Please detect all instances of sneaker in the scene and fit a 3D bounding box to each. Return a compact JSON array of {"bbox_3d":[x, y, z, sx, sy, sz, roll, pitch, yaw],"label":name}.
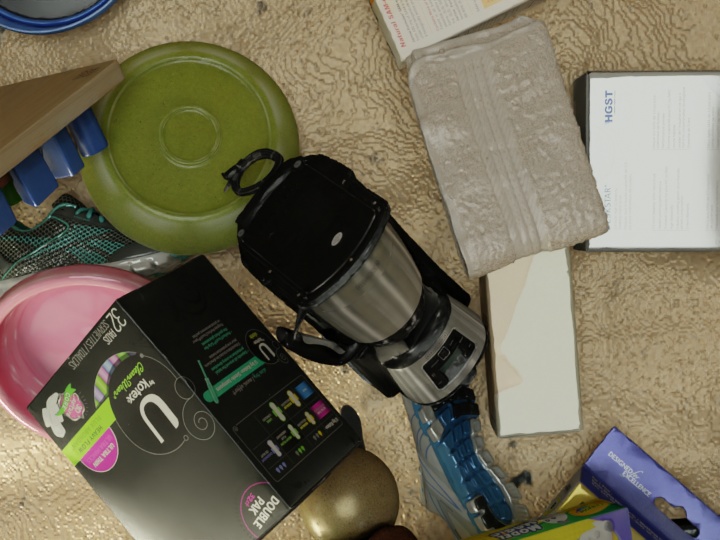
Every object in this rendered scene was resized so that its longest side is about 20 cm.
[{"bbox_3d":[0.073,0.169,1.120,0.086,0.074,0.202,-36,71,45],"label":"sneaker"},{"bbox_3d":[-0.245,-0.027,1.114,0.197,0.078,0.093,-12,88,0],"label":"sneaker"}]

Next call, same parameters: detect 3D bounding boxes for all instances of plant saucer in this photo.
[{"bbox_3d":[-0.232,0.071,1.091,0.197,0.051,0.203,-1,126,-2],"label":"plant saucer"},{"bbox_3d":[-0.151,-0.115,1.095,0.197,0.031,0.203,2,76,-6],"label":"plant saucer"}]

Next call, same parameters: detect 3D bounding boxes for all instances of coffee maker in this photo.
[{"bbox_3d":[0.000,0.000,1.050,0.134,0.193,0.200,-32,136,12],"label":"coffee maker"}]

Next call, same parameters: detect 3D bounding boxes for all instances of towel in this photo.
[{"bbox_3d":[0.121,-0.107,1.039,0.131,0.034,0.203,-17,80,-2],"label":"towel"}]

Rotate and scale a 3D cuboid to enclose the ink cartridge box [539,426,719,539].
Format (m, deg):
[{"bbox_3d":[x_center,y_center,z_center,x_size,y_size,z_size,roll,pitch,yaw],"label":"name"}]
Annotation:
[{"bbox_3d":[0.237,0.281,1.099,0.197,0.047,0.201,39,96,0],"label":"ink cartridge box"}]

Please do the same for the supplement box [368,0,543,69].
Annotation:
[{"bbox_3d":[0.097,-0.279,1.091,0.198,0.074,0.128,-24,93,2],"label":"supplement box"}]

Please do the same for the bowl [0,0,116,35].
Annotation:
[{"bbox_3d":[-0.288,-0.313,1.115,0.197,0.039,0.204,0,92,1],"label":"bowl"}]

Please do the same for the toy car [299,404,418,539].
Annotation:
[{"bbox_3d":[-0.020,0.216,1.083,0.157,0.163,0.203,-33,65,38],"label":"toy car"}]

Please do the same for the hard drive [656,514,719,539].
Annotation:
[{"bbox_3d":[0.280,0.333,1.138,0.137,0.033,0.203,-6,93,2],"label":"hard drive"}]

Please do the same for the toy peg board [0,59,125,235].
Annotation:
[{"bbox_3d":[-0.307,-0.075,1.034,0.197,0.200,0.099,-5,121,33],"label":"toy peg board"}]

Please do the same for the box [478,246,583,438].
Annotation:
[{"bbox_3d":[0.147,0.039,1.097,0.076,0.095,0.203,-5,91,2],"label":"box"}]

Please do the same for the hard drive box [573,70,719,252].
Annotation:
[{"bbox_3d":[0.291,-0.095,1.095,0.197,0.077,0.159,1,93,1],"label":"hard drive box"}]

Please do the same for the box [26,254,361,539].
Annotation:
[{"bbox_3d":[-0.129,0.121,0.966,0.200,0.124,0.149,49,122,5],"label":"box"}]

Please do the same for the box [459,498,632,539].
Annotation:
[{"bbox_3d":[0.137,0.270,1.021,0.197,0.048,0.119,-11,93,-21],"label":"box"}]
